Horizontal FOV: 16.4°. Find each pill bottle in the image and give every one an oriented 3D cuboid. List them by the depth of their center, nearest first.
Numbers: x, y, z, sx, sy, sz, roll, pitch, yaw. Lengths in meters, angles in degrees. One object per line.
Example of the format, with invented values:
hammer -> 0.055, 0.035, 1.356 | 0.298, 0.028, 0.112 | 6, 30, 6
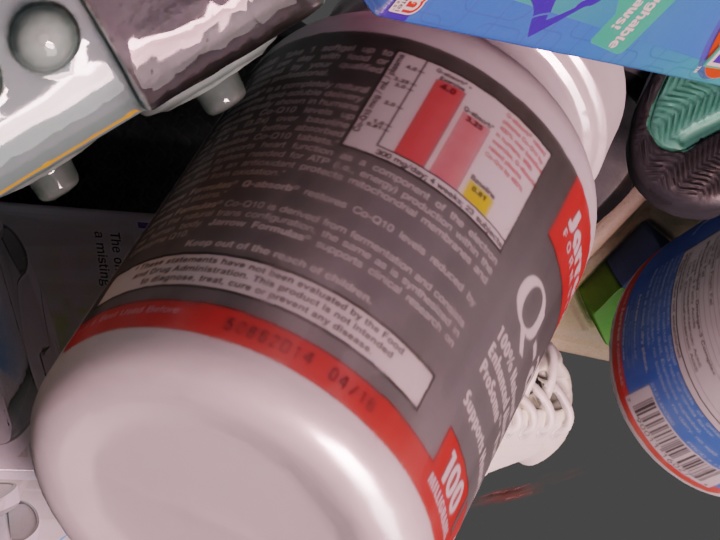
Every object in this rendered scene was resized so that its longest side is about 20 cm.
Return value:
pill bottle -> 0.000, 0.000, 0.704 | 0.201, 0.115, 0.116 | -60, 172, -40
pill bottle -> 0.179, 0.014, 0.926 | 0.112, 0.113, 0.200 | -16, 171, -23

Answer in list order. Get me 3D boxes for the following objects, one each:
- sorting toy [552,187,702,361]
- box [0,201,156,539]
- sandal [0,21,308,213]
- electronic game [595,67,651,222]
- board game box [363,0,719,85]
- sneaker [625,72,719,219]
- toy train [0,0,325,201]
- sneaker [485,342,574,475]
sorting toy -> 0.169, -0.017, 1.067 | 0.199, 0.037, 0.185 | 8, 133, -48
box -> -0.138, 0.065, 0.795 | 0.175, 0.097, 0.200 | 5, 147, -26
sandal -> -0.104, -0.042, 0.789 | 0.199, 0.043, 0.076 | -19, 141, -1
electronic game -> 0.027, -0.040, 0.897 | 0.199, 0.042, 0.200 | -19, 154, -9
board game box -> 0.097, -0.122, 0.655 | 0.199, 0.045, 0.152 | 3, 135, -52
sneaker -> 0.165, -0.074, 0.900 | 0.200, 0.074, 0.088 | -42, 166, -23
toy train -> -0.097, -0.053, 0.646 | 0.199, 0.086, 0.114 | -30, -172, -4
sneaker -> 0.043, 0.046, 0.949 | 0.070, 0.074, 0.200 | -10, -178, 10
